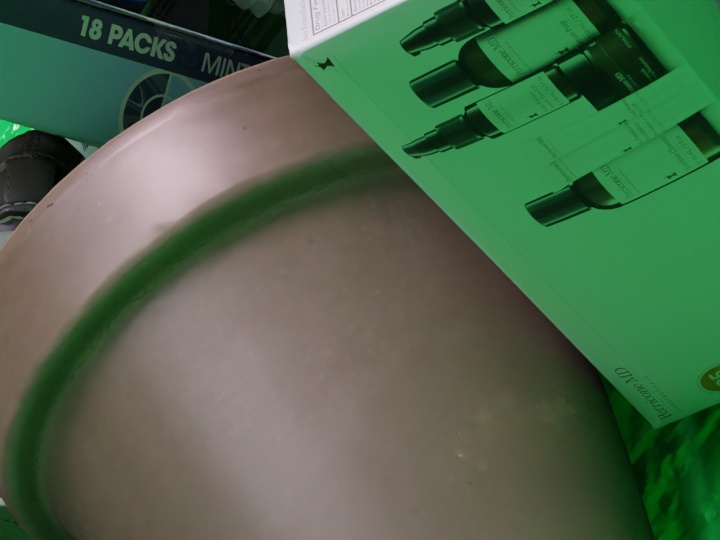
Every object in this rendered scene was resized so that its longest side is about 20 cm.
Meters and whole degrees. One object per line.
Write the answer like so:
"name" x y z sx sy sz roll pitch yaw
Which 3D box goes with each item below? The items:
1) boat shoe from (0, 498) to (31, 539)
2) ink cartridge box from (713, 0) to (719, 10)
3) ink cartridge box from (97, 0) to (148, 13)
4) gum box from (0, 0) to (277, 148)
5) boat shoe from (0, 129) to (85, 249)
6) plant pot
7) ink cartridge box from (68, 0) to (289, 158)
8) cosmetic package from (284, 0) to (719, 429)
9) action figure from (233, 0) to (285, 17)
"boat shoe" -0.182 0.099 1.083 0.061 0.201 0.072 36 99 22
"ink cartridge box" 0.064 -0.167 0.851 0.144 0.085 0.200 -9 58 12
"ink cartridge box" -0.123 -0.149 0.987 0.200 0.145 0.084 -156 88 -84
"gum box" -0.108 -0.071 0.963 0.200 0.170 0.045 18 92 52
"boat shoe" -0.102 0.028 1.051 0.072 0.200 0.060 0 57 7
"plant pot" 0.001 0.064 0.870 0.200 0.200 0.175 -48 54 25
"ink cartridge box" -0.052 -0.100 1.130 0.147 0.083 0.200 -52 35 20
"cosmetic package" 0.066 -0.034 0.791 0.082 0.200 0.051 -23 49 23
"action figure" -0.033 -0.116 0.860 0.055 0.200 0.118 -23 42 25
